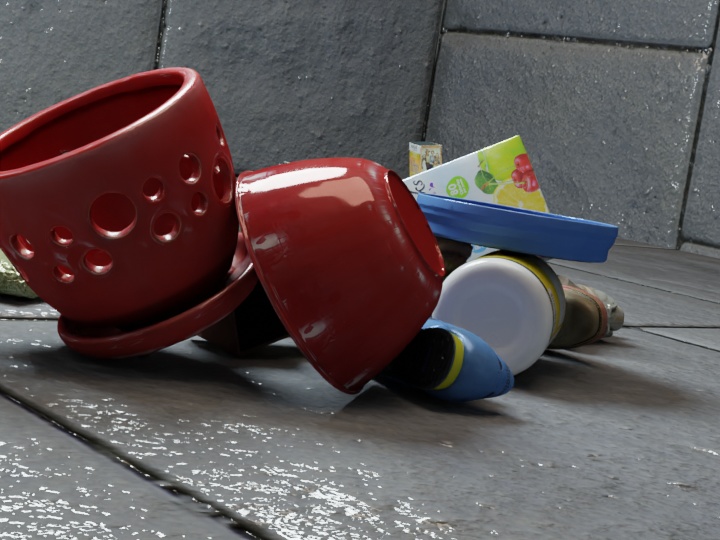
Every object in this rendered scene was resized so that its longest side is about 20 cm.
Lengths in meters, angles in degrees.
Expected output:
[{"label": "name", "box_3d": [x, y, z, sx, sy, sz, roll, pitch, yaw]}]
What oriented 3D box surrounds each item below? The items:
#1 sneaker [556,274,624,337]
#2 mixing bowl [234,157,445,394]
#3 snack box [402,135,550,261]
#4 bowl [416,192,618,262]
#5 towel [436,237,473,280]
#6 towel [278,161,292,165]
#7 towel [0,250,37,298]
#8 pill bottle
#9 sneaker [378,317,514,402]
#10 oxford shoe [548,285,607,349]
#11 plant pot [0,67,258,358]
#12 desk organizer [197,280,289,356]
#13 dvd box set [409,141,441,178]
[{"label": "sneaker", "box_3d": [0.263, 0.047, 1.558, 0.092, 0.076, 0.200, 14, 8, 9]}, {"label": "mixing bowl", "box_3d": [-0.002, -0.013, 1.063, 0.108, 0.200, 0.200, -27, -2, 14]}, {"label": "snack box", "box_3d": [0.116, -0.051, 1.536, 0.200, 0.142, 0.053, -21, -18, 8]}, {"label": "bowl", "box_3d": [0.152, -0.042, 1.324, 0.201, 0.039, 0.201, 10, 5, -1]}, {"label": "towel", "box_3d": [0.000, 0.000, 1.398, 0.200, 0.048, 0.171, 7, -24, -14]}, {"label": "towel", "box_3d": [-0.019, -0.055, 1.752, 0.147, 0.022, 0.200, 12, -36, 32]}, {"label": "towel", "box_3d": [-0.353, -0.003, 1.347, 0.148, 0.037, 0.200, 10, 6, 11]}, {"label": "pill bottle", "box_3d": [0.140, 0.037, 1.297, 0.112, 0.112, 0.200, 10, 6, 13]}, {"label": "sneaker", "box_3d": [0.058, 0.072, 1.144, 0.078, 0.066, 0.200, 19, 1, -29]}, {"label": "oxford shoe", "box_3d": [0.171, 0.051, 1.441, 0.200, 0.070, 0.075, 0, 2, 45]}, {"label": "plant pot", "box_3d": [-0.189, -0.041, 1.064, 0.200, 0.183, 0.200, -16, 23, 7]}, {"label": "desk organizer", "box_3d": [-0.056, 0.008, 1.219, 0.200, 0.072, 0.077, -20, 26, -34]}, {"label": "dvd box set", "box_3d": [0.081, -0.059, 1.660, 0.029, 0.200, 0.146, -1, 8, -3]}]
